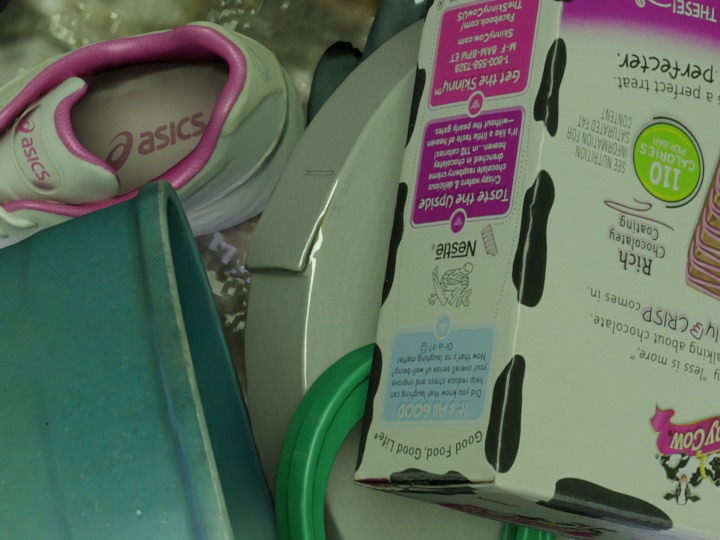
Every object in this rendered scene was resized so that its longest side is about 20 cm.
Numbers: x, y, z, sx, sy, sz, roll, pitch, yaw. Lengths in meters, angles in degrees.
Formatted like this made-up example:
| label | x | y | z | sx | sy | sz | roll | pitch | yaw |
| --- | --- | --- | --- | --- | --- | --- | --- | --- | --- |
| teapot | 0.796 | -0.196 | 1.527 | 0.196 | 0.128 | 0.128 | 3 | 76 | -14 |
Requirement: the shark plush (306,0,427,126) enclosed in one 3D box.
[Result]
| label | x | y | z | sx | sy | sz | roll | pitch | yaw |
| --- | --- | --- | --- | --- | --- | --- | --- | --- | --- |
| shark plush | 0.000 | 0.000 | 0.777 | 0.090 | 0.083 | 0.201 | 23 | 83 | 9 |

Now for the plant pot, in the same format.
| label | x | y | z | sx | sy | sz | roll | pitch | yaw |
| --- | --- | --- | --- | --- | --- | --- | --- | --- | --- |
| plant pot | -0.112 | 0.099 | 0.662 | 0.187 | 0.200 | 0.202 | -15 | 80 | 0 |

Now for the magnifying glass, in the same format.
| label | x | y | z | sx | sy | sz | roll | pitch | yaw |
| --- | --- | --- | --- | --- | --- | --- | --- | --- | --- |
| magnifying glass | 0.031 | 0.115 | 0.704 | 0.079 | 0.022 | 0.201 | -24 | 102 | -29 |

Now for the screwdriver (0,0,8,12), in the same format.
| label | x | y | z | sx | sy | sz | roll | pitch | yaw |
| --- | --- | --- | --- | --- | --- | --- | --- | --- | --- |
| screwdriver | -0.112 | -0.057 | 0.756 | 0.029 | 0.028 | 0.201 | 23 | 34 | -23 |

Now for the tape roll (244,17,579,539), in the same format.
| label | x | y | z | sx | sy | sz | roll | pitch | yaw |
| --- | --- | --- | --- | --- | --- | --- | --- | --- | --- |
| tape roll | 0.060 | 0.020 | 0.750 | 0.201 | 0.037 | 0.205 | -1 | 92 | -30 |

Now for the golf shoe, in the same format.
| label | x | y | z | sx | sy | sz | roll | pitch | yaw |
| --- | --- | --- | --- | --- | --- | --- | --- | --- | --- |
| golf shoe | -0.112 | -0.025 | 0.777 | 0.199 | 0.092 | 0.076 | -26 | 82 | -4 |

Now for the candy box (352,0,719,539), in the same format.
| label | x | y | z | sx | sy | sz | roll | pitch | yaw |
| --- | --- | --- | --- | --- | --- | --- | --- | --- | --- |
| candy box | 0.080 | -0.029 | 0.694 | 0.136 | 0.061 | 0.202 | 17 | 76 | -35 |
